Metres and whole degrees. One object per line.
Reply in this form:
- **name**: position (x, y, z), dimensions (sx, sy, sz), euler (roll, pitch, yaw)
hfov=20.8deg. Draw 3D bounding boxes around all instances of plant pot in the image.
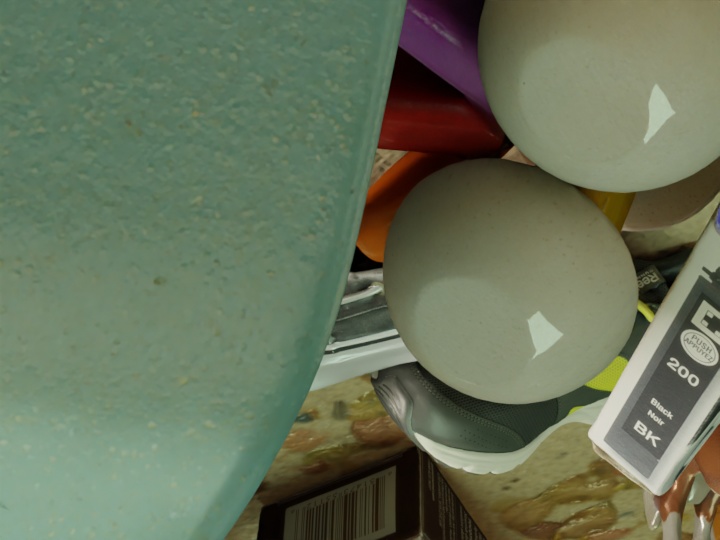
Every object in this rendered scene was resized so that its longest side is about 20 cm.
- **plant pot**: position (-0.115, -0.010, 0.543), dimensions (0.196, 0.200, 0.196), euler (4, -177, -23)

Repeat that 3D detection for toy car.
- **toy car**: position (0.054, -0.072, 0.635), dimensions (0.150, 0.175, 0.200), euler (30, 129, 9)

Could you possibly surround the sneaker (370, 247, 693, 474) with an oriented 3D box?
- **sneaker**: position (0.088, 0.027, 0.857), dimensions (0.200, 0.074, 0.085), euler (-11, 143, -44)

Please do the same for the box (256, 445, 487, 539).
- **box**: position (0.036, 0.195, 1.045), dimensions (0.100, 0.075, 0.200), euler (-23, 122, 17)

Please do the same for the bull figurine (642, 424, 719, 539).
- **bull figurine**: position (0.194, 0.094, 0.900), dimensions (0.065, 0.122, 0.200), euler (10, -179, -20)

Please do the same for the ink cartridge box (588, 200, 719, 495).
- **ink cartridge box**: position (0.169, -0.039, 0.696), dimensions (0.198, 0.043, 0.200), euler (-46, 165, -30)

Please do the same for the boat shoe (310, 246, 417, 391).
- **boat shoe**: position (0.000, 0.000, 0.800), dimensions (0.200, 0.072, 0.071), euler (-11, 117, 19)

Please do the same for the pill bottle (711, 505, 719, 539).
- **pill bottle**: position (0.275, 0.101, 1.004), dimensions (0.112, 0.112, 0.200), euler (7, 143, -27)
